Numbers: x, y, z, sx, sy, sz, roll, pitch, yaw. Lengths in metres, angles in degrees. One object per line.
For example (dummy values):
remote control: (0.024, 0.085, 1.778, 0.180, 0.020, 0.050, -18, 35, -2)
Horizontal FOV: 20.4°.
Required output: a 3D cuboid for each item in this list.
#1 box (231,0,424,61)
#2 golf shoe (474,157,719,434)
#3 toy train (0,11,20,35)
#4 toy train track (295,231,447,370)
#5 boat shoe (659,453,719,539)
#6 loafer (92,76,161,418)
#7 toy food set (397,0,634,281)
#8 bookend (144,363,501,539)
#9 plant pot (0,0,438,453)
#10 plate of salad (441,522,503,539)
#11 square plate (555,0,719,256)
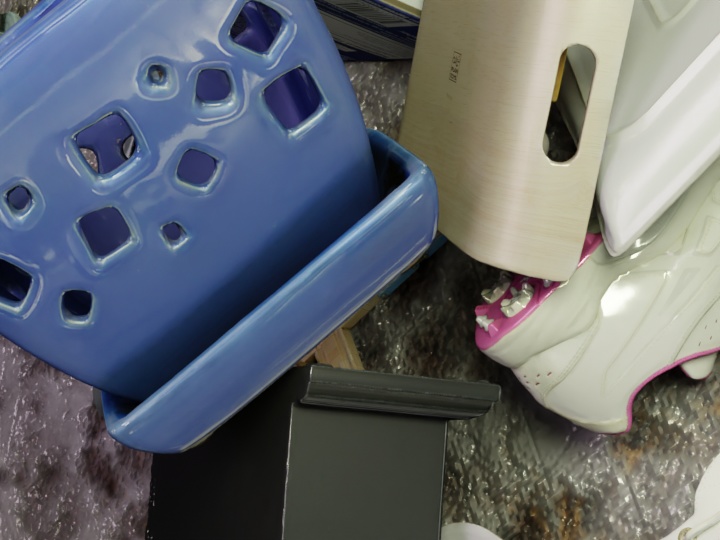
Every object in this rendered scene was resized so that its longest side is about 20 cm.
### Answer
box: (-0.027, -0.138, 1.045, 0.200, 0.121, 0.033, 4, 81, 47)
golf shoe: (0.146, -0.011, 0.867, 0.200, 0.092, 0.075, -40, 12, 8)
toy train: (-0.277, -0.097, 1.335, 0.114, 0.085, 0.201, -27, 60, 53)
toy train track: (0.000, 0.000, 1.037, 0.200, 0.032, 0.115, -44, 50, 27)
boat shoe: (0.147, 0.086, 0.703, 0.200, 0.071, 0.069, -44, 50, 30)
loafer: (-0.101, -0.008, 1.135, 0.063, 0.072, 0.201, 9, 91, 28)
toy food set: (0.070, -0.087, 0.889, 0.200, 0.060, 0.144, -136, 56, -71)
bookend: (-0.027, 0.147, 0.919, 0.200, 0.092, 0.199, 168, 108, -65)
plant pot: (-0.086, -0.043, 0.876, 0.200, 0.180, 0.200, -41, 13, 0)
plate of salad: (0.063, 0.210, 0.874, 0.200, 0.048, 0.201, 176, 90, -67)
square plate: (0.151, -0.123, 0.847, 0.200, 0.028, 0.198, -48, 20, 19)
